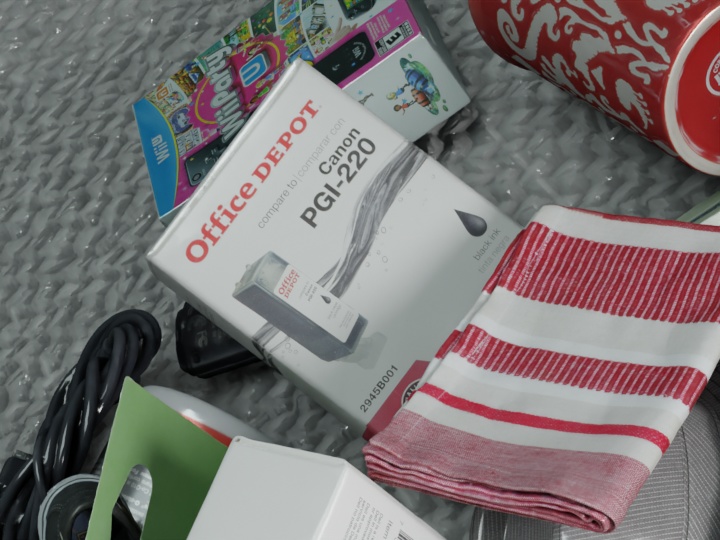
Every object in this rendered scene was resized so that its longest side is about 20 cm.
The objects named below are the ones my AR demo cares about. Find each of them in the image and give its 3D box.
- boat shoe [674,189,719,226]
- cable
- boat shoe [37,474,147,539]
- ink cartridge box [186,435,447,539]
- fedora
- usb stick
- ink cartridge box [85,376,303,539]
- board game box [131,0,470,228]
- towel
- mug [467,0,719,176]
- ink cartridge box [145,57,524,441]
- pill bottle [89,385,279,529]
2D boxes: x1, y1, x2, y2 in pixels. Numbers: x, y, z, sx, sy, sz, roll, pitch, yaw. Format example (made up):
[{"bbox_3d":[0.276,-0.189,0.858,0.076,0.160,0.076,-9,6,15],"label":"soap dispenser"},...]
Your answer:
[{"bbox_3d":[0.176,0.013,1.186,0.200,0.072,0.070,-32,8,-2],"label":"boat shoe"},{"bbox_3d":[-0.169,0.102,1.332,0.164,0.051,0.200,-55,7,6],"label":"cable"},{"bbox_3d":[-0.119,0.205,1.179,0.068,0.201,0.057,-24,8,-13],"label":"boat shoe"},{"bbox_3d":[-0.009,0.195,1.121,0.084,0.200,0.146,8,65,41],"label":"ink cartridge box"},{"bbox_3d":[0.114,0.124,1.107,0.177,0.090,0.201,-22,54,65],"label":"fedora"},{"bbox_3d":[-0.024,0.017,1.358,0.199,0.033,0.056,-19,59,25],"label":"usb stick"},{"bbox_3d":[-0.062,0.160,1.181,0.048,0.200,0.146,-9,56,32],"label":"ink cartridge box"},{"bbox_3d":[-0.042,-0.107,1.426,0.199,0.064,0.148,-36,35,10],"label":"board game box"},{"bbox_3d":[0.106,0.040,1.095,0.143,0.023,0.200,9,46,36],"label":"towel"},{"bbox_3d":[0.169,-0.159,1.242,0.200,0.133,0.178,46,118,54],"label":"mug"},{"bbox_3d":[0.000,0.000,1.254,0.200,0.085,0.146,37,84,6],"label":"ink cartridge box"},{"bbox_3d":[-0.123,0.177,1.272,0.115,0.116,0.201,15,70,41],"label":"pill bottle"}]
